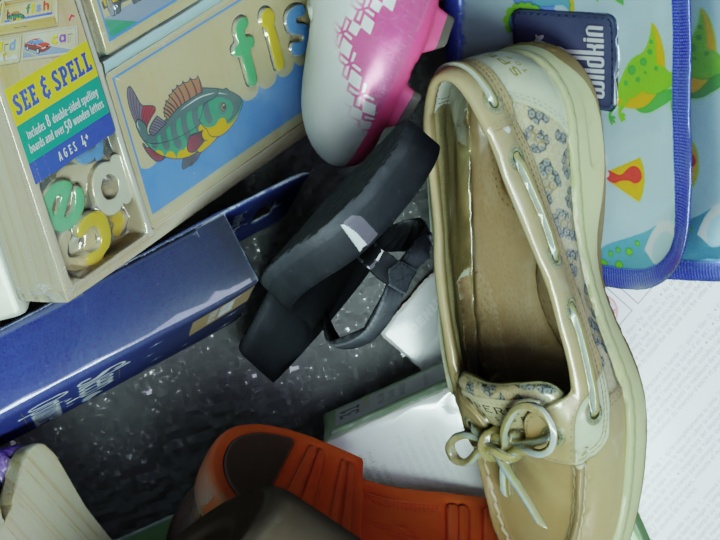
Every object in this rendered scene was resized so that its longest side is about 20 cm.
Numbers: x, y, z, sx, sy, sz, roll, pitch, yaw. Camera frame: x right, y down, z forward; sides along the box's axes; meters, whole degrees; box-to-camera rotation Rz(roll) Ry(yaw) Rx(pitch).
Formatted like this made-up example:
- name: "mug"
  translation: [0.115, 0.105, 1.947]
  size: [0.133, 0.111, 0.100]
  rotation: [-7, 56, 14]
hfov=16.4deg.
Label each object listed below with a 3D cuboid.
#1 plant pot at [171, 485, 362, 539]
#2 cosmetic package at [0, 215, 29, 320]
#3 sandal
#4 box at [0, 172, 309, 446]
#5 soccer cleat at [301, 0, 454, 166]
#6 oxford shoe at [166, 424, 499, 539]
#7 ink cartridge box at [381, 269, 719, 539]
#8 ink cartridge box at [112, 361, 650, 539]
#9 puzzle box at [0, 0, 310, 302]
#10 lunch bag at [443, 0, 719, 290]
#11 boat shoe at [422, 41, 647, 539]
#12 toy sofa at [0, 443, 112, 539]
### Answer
- name: "plant pot"
  translation: [-0.016, 0.174, 0.843]
  size: [0.200, 0.200, 0.175]
  rotation: [-42, 98, -2]
- name: "cosmetic package"
  translation: [-0.171, -0.083, 0.846]
  size: [0.073, 0.104, 0.201]
  rotation: [-16, 111, 5]
- name: "sandal"
  translation: [0.000, 0.000, 0.889]
  size: [0.043, 0.200, 0.076]
  rotation: [41, 76, 4]
- name: "box"
  translation: [-0.104, 0.029, 0.901]
  size: [0.199, 0.121, 0.033]
  rotation: [-29, 87, -8]
- name: "soccer cleat"
  translation: [-0.001, -0.140, 0.885]
  size: [0.086, 0.070, 0.201]
  rotation: [18, 87, -15]
- name: "oxford shoe"
  translation: [0.020, 0.126, 0.948]
  size: [0.199, 0.071, 0.073]
  rotation: [27, 127, -9]
- name: "ink cartridge box"
  translation: [0.130, 0.030, 1.030]
  size: [0.200, 0.050, 0.161]
  rotation: [41, 91, -6]
- name: "ink cartridge box"
  translation: [0.014, 0.126, 0.994]
  size: [0.199, 0.048, 0.146]
  rotation: [-24, 102, 6]
- name: "puzzle box"
  translation: [-0.065, -0.093, 0.867]
  size: [0.200, 0.025, 0.134]
  rotation: [-39, 121, -43]
- name: "lunch bag"
  translation: [0.129, -0.085, 0.938]
  size: [0.199, 0.127, 0.171]
  rotation: [0, 101, 9]
- name: "boat shoe"
  translation: [0.054, 0.020, 0.904]
  size: [0.063, 0.073, 0.201]
  rotation: [-15, 98, -50]
- name: "toy sofa"
  translation: [-0.114, 0.161, 0.913]
  size: [0.082, 0.098, 0.200]
  rotation: [-13, 129, 33]
